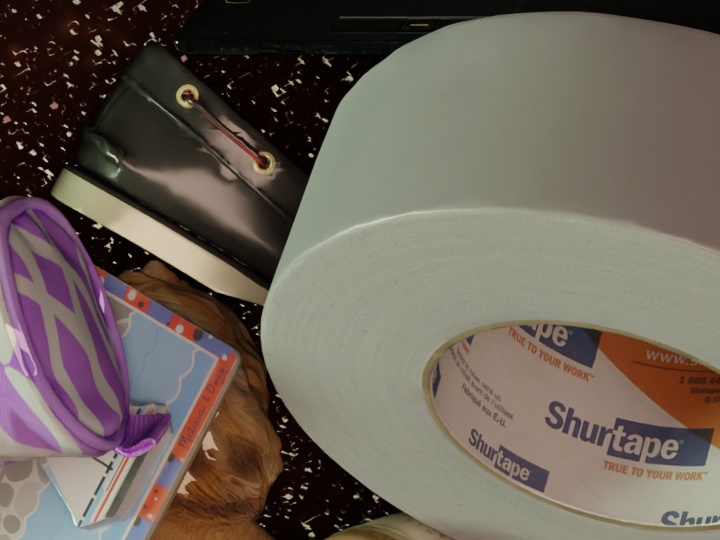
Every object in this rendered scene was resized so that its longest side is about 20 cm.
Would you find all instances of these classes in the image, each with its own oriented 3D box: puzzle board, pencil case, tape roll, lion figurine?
[{"bbox_3d":[-0.141,0.079,0.820,0.150,0.017,0.201,29,93,25],"label":"puzzle board"},{"bbox_3d":[-0.163,0.048,0.782,0.199,0.084,0.086,-21,103,19],"label":"pencil case"},{"bbox_3d":[0.076,0.017,0.728,0.199,0.200,0.067,25,60,-11],"label":"tape roll"},{"bbox_3d":[-0.084,0.105,0.843,0.122,0.072,0.201,39,82,-26],"label":"lion figurine"}]

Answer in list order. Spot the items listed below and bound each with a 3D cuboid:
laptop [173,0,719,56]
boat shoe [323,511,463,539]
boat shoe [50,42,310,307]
[{"bbox_3d":[0.052,-0.153,0.750,0.176,0.200,0.104,2,126,25],"label":"laptop"},{"bbox_3d":[-0.005,0.168,0.829,0.071,0.064,0.201,28,112,20],"label":"boat shoe"},{"bbox_3d":[0.001,0.000,0.845,0.201,0.074,0.063,32,89,-13],"label":"boat shoe"}]
